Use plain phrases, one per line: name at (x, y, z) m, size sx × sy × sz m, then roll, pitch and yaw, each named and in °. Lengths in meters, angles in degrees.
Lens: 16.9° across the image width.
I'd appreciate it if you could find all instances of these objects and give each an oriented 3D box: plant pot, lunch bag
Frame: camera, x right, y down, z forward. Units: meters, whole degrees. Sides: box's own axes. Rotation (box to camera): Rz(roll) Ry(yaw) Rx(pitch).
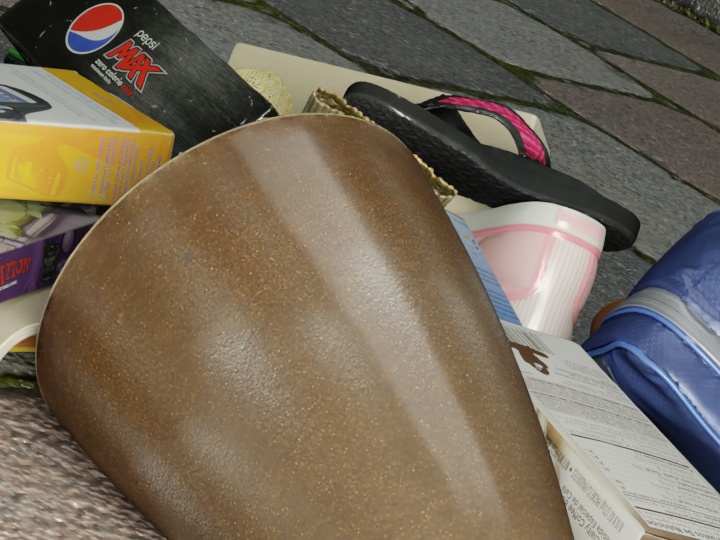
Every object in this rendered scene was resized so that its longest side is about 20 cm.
plant pot at (-0.003, 0.072, 0.962) m, size 0.186 × 0.187 × 0.200 m, roll 10°, pitch 33°, yaw -45°
lunch bag at (0.210, 0.079, 1.245) m, size 0.200 × 0.132 × 0.136 m, roll 47°, pitch -11°, yaw -2°

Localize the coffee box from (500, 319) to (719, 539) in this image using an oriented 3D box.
coffee box at (0.080, 0.114, 1.031) m, size 0.079 × 0.115 × 0.200 m, roll 17°, pitch 18°, yaw -29°

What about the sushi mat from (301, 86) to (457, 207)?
sushi mat at (-0.004, -0.046, 1.392) m, size 0.096 × 0.012 × 0.200 m, roll 39°, pitch -17°, yaw 0°

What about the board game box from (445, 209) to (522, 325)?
board game box at (0.043, 0.007, 1.234) m, size 0.103 × 0.019 × 0.200 m, roll 61°, pitch 12°, yaw 15°

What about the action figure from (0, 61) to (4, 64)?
action figure at (-0.238, -0.106, 1.367) m, size 0.200 × 0.055 × 0.118 m, roll 37°, pitch 16°, yaw 13°

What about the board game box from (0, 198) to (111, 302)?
board game box at (-0.182, -0.022, 1.052) m, size 0.120 × 0.032 × 0.200 m, roll 13°, pitch 13°, yaw 16°

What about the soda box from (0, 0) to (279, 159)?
soda box at (-0.101, -0.084, 1.199) m, size 0.200 × 0.071 × 0.063 m, roll 44°, pitch -8°, yaw 45°

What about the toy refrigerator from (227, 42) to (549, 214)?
toy refrigerator at (0.009, -0.072, 1.492) m, size 0.199 × 0.076 × 0.070 m, roll 14°, pitch -16°, yaw 17°

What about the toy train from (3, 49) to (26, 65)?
toy train at (-0.154, -0.095, 1.443) m, size 0.056 × 0.042 × 0.200 m, roll 2°, pitch 17°, yaw -36°

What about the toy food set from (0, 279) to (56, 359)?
toy food set at (-0.127, 0.027, 1.094) m, size 0.199 × 0.061 × 0.143 m, roll 2°, pitch 19°, yaw -41°

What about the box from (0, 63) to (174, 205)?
box at (-0.197, -0.066, 1.078) m, size 0.199 × 0.042 × 0.119 m, roll 1°, pitch 18°, yaw -31°

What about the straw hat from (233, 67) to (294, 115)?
straw hat at (-0.076, -0.067, 1.289) m, size 0.200 × 0.086 × 0.201 m, roll -1°, pitch 12°, yaw 0°

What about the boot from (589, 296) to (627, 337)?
boot at (0.168, 0.069, 1.407) m, size 0.154 × 0.074 × 0.200 m, roll 4°, pitch 23°, yaw -44°

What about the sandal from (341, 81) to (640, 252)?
sandal at (0.073, -0.066, 1.363) m, size 0.199 × 0.045 × 0.075 m, roll 23°, pitch -15°, yaw -25°

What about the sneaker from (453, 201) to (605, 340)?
sneaker at (0.068, 0.025, 1.411) m, size 0.075 × 0.105 × 0.200 m, roll 19°, pitch -13°, yaw -22°
